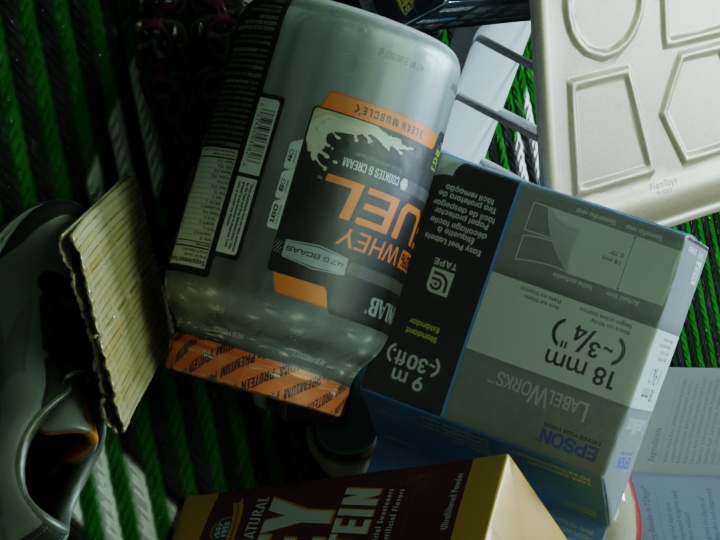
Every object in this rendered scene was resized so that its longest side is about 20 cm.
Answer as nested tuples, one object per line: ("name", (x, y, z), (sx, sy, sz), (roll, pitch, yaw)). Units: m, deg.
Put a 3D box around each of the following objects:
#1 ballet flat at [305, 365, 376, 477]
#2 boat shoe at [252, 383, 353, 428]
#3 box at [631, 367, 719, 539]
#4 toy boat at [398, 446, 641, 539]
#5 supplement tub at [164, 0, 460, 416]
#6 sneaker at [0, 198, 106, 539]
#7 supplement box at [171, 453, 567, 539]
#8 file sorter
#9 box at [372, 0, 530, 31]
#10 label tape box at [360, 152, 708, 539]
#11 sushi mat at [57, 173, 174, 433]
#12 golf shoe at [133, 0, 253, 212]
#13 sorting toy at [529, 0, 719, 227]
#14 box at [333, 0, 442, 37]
("ballet flat", (-0.004, 0.035, 1.306), (0.062, 0.067, 0.201), (81, 16, -66))
("boat shoe", (0.000, 0.000, 1.252), (0.067, 0.057, 0.201), (67, 43, -69))
("box", (0.209, 0.154, 1.447), (0.107, 0.199, 0.153), (-66, 149, -46))
("toy boat", (0.091, 0.108, 1.238), (0.131, 0.130, 0.201), (26, 45, -67))
("supplement tub", (-0.029, -0.032, 1.111), (0.122, 0.122, 0.201), (21, 84, -56))
("sneaker", (-0.149, 0.054, 1.018), (0.074, 0.079, 0.201), (42, 45, -43))
("supplement box", (0.018, 0.218, 1.128), (0.197, 0.199, 0.133), (55, 38, -36))
("file sorter", (0.117, -0.085, 1.359), (0.139, 0.124, 0.200), (-51, 164, -45))
("box", (0.056, -0.218, 1.200), (0.200, 0.046, 0.160), (-13, 82, -54))
("label tape box", (0.083, 0.056, 1.138), (0.201, 0.144, 0.063), (-71, 161, 1))
("sushi mat", (-0.118, 0.011, 1.059), (0.200, 0.012, 0.096), (-79, 157, -79))
("golf shoe", (-0.073, -0.096, 1.209), (0.092, 0.072, 0.201), (-45, 128, -60))
("sorting toy", (0.160, -0.124, 1.221), (0.185, 0.036, 0.201), (-17, 105, -38))
("box", (-0.014, -0.238, 1.286), (0.115, 0.132, 0.201), (-46, 120, -55))
